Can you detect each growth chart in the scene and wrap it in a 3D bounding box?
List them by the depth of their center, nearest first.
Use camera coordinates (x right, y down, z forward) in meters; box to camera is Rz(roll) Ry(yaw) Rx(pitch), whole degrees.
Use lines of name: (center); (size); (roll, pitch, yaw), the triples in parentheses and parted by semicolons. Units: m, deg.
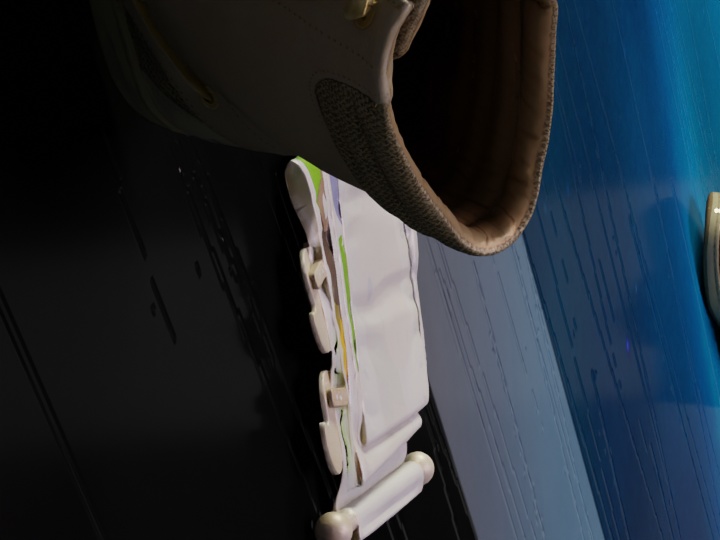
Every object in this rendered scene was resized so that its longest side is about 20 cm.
growth chart: (0.000, 0.000, 0.863); (0.145, 0.018, 0.201); (7, 78, -72)

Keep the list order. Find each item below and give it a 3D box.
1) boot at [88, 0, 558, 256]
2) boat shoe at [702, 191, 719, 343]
boot: (-0.025, -0.106, 0.591); (0.073, 0.155, 0.200); (-30, 126, -26)
boat shoe: (0.303, 0.020, 1.744); (0.072, 0.072, 0.200); (-75, 153, -50)
